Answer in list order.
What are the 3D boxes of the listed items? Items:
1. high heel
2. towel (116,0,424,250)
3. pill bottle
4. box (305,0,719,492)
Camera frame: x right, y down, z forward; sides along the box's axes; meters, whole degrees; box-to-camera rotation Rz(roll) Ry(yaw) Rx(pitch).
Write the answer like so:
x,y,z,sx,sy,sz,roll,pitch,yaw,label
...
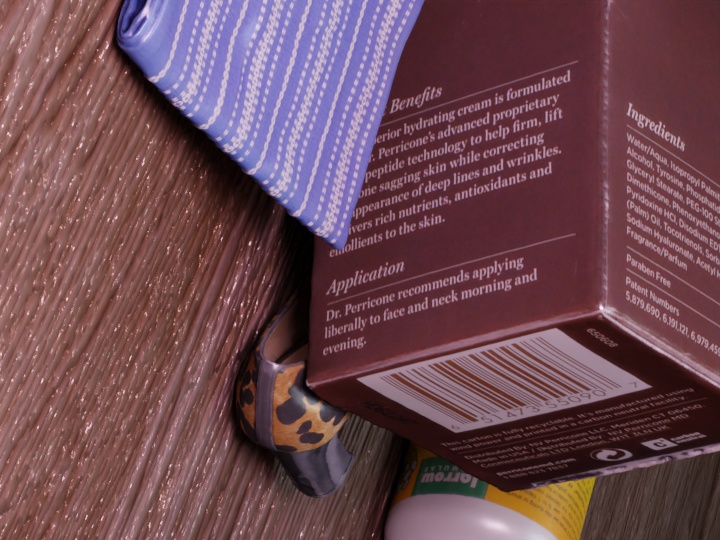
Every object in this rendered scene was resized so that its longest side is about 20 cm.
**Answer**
x,y,z,sx,sy,sz,roll,pitch,yaw,label
0.000,0.000,1.255,0.143,0.071,0.201,65,43,-68,high heel
-0.027,-0.111,1.078,0.200,0.024,0.146,43,61,-57,towel
0.077,0.130,1.553,0.113,0.112,0.201,78,26,-55,pill bottle
0.090,-0.027,1.219,0.164,0.165,0.201,29,56,-44,box
